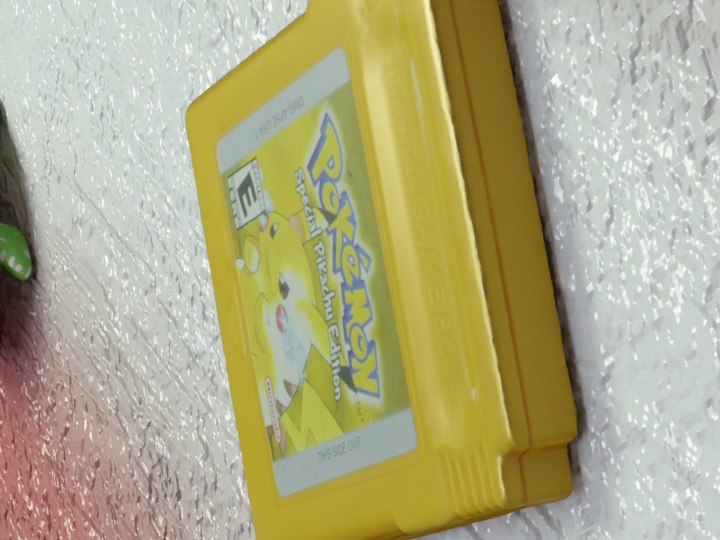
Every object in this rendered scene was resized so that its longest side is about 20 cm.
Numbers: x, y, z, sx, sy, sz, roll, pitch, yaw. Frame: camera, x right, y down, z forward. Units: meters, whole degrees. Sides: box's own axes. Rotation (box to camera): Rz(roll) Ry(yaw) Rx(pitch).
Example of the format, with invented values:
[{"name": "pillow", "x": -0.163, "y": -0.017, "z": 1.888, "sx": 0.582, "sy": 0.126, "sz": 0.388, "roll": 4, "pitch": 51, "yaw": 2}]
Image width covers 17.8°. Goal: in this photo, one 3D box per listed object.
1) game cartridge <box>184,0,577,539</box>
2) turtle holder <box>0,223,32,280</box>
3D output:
[{"name": "game cartridge", "x": 0.000, "y": 0.000, "z": 0.746, "sx": 0.200, "sy": 0.032, "sz": 0.176, "roll": 150, "pitch": 112, "yaw": -65}, {"name": "turtle holder", "x": -0.254, "y": -0.037, "z": 1.173, "sx": 0.141, "sy": 0.132, "sz": 0.186, "roll": 162, "pitch": 101, "yaw": -66}]
